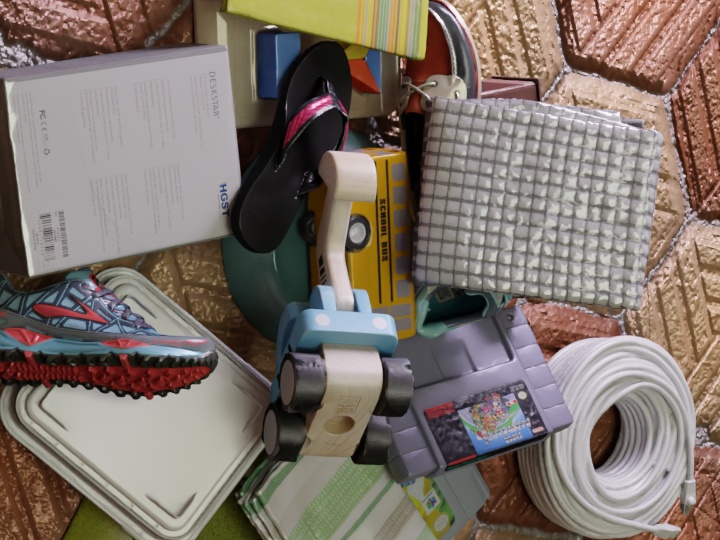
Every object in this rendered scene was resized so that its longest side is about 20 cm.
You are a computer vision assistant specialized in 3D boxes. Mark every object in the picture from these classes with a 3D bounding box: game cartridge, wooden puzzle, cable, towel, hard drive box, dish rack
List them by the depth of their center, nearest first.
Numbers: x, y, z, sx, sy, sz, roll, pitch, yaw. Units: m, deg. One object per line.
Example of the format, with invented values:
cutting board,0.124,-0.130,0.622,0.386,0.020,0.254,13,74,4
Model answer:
hard drive box,-0.199,-0.091,1.571,0.200,0.077,0.156,-12,104,-33
dish rack,-0.171,0.111,1.602,0.200,0.044,0.172,41,73,-10
towel,-0.027,-0.234,1.650,0.200,0.018,0.086,9,80,-34
towel,0.146,-0.057,1.674,0.199,0.086,0.166,6,87,-5
wooden puzzle,-0.045,-0.217,1.681,0.200,0.046,0.186,-7,101,-34
towel,-0.009,0.220,1.709,0.149,0.031,0.200,-49,114,-36
game cartridge,0.026,0.215,1.794,0.200,0.040,0.133,-44,116,-27
game cartridge,0.092,0.111,1.795,0.200,0.038,0.130,-14,68,-35
cable,0.242,0.161,1.929,0.200,0.069,0.201,5,93,-35

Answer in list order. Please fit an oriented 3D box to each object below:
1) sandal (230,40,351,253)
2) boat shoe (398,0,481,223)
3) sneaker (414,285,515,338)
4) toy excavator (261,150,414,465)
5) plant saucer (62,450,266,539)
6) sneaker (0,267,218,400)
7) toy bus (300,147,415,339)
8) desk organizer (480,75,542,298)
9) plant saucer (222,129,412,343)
sandal,-0.044,-0.101,1.630,0.075,0.045,0.200,44,58,-37
boat shoe,0.063,-0.137,1.733,0.063,0.071,0.201,-18,108,-47
sneaker,0.127,0.004,1.748,0.200,0.086,0.078,-31,108,17
toy excavator,-0.023,0.031,1.600,0.100,0.200,0.195,3,137,-18
plant saucer,-0.144,0.229,1.674,0.200,0.048,0.200,33,77,-34
sneaker,-0.207,0.040,1.536,0.199,0.079,0.096,6,66,3
toy bus,0.000,0.000,1.690,0.078,0.065,0.201,-10,102,-36
desk organizer,0.122,-0.072,1.808,0.077,0.072,0.201,-14,105,-31
plant saucer,-0.026,-0.026,1.729,0.200,0.036,0.201,-6,101,-35
